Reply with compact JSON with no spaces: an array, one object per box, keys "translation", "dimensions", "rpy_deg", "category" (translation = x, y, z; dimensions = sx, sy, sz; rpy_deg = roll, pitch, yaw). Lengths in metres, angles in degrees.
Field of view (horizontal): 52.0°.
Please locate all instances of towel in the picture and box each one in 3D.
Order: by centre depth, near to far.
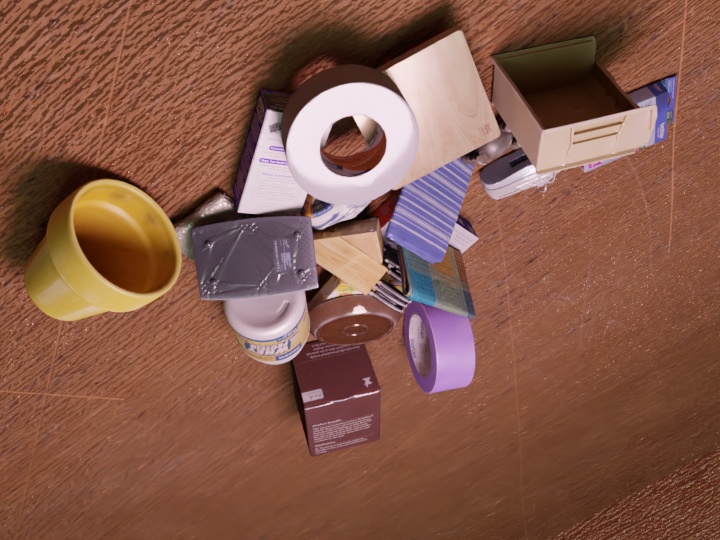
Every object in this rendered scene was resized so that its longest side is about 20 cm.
[{"translation":[0.122,-0.126,1.289],"dimensions":[0.145,0.024,0.201],"rpy_deg":[26,80,-39],"category":"towel"},{"translation":[-0.232,-0.050,1.300],"dimensions":[0.132,0.035,0.200],"rpy_deg":[-34,138,11],"category":"towel"},{"translation":[0.134,0.005,1.338],"dimensions":[0.022,0.147,0.200],"rpy_deg":[-27,148,34],"category":"towel"}]

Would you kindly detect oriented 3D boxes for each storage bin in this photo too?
[{"translation":[0.333,-0.267,1.175],"dimensions":[0.198,0.200,0.094],"rpy_deg":[-14,139,-8],"category":"storage bin"}]

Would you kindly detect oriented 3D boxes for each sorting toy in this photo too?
[{"translation":[0.093,-0.260,1.168],"dimensions":[0.198,0.070,0.200],"rpy_deg":[-27,130,7],"category":"sorting toy"}]

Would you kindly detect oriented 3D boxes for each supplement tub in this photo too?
[{"translation":[-0.166,0.085,1.355],"dimensions":[0.144,0.145,0.200],"rpy_deg":[-15,157,-6],"category":"supplement tub"}]

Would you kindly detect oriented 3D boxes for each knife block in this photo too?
[{"translation":[0.000,0.000,1.339],"dimensions":[0.199,0.064,0.176],"rpy_deg":[-7,115,9],"category":"knife block"}]

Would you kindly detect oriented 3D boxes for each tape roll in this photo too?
[{"translation":[-0.017,-0.199,1.099],"dimensions":[0.199,0.066,0.201],"rpy_deg":[-8,130,-9],"category":"tape roll"},{"translation":[0.162,0.151,1.547],"dimensions":[0.085,0.200,0.201],"rpy_deg":[-7,137,-15],"category":"tape roll"}]

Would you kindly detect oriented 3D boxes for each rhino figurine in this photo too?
[{"translation":[0.255,-0.234,1.273],"dimensions":[0.199,0.087,0.060],"rpy_deg":[-22,101,-2],"category":"rhino figurine"}]

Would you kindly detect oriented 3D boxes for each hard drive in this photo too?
[{"translation":[-0.175,-0.023,1.237],"dimensions":[0.199,0.042,0.136],"rpy_deg":[-6,104,-2],"category":"hard drive"}]

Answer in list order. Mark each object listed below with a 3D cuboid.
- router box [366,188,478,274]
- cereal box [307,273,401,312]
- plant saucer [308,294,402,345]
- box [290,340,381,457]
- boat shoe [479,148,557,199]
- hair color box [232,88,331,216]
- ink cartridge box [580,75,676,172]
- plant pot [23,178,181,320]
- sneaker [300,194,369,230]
[{"translation":[0.096,-0.057,1.413],"dimensions":[0.200,0.049,0.179],"rpy_deg":[27,120,-40],"category":"router box"},{"translation":[-0.020,0.064,1.463],"dimensions":[0.143,0.040,0.200],"rpy_deg":[7,149,-27],"category":"cereal box"},{"translation":[-0.012,0.105,1.465],"dimensions":[0.199,0.035,0.200],"rpy_deg":[-8,153,-4],"category":"plant saucer"},{"translation":[-0.054,0.271,1.610],"dimensions":[0.165,0.165,0.201],"rpy_deg":[-11,137,-10],"category":"box"},{"translation":[0.325,-0.182,1.357],"dimensions":[0.201,0.075,0.086],"rpy_deg":[-26,140,11],"category":"boat shoe"},{"translation":[-0.128,-0.182,1.181],"dimensions":[0.109,0.065,0.200],"rpy_deg":[4,134,-25],"category":"hair color box"},{"translation":[0.495,-0.269,1.362],"dimensions":[0.199,0.042,0.120],"rpy_deg":[-24,139,1],"category":"ink cartridge box"},{"translation":[-0.417,-0.013,1.156],"dimensions":[0.188,0.202,0.200],"rpy_deg":[-28,140,30],"category":"plant pot"},{"translation":[-0.011,-0.137,1.284],"dimensions":[0.199,0.076,0.088],"rpy_deg":[-23,155,5],"category":"sneaker"}]
